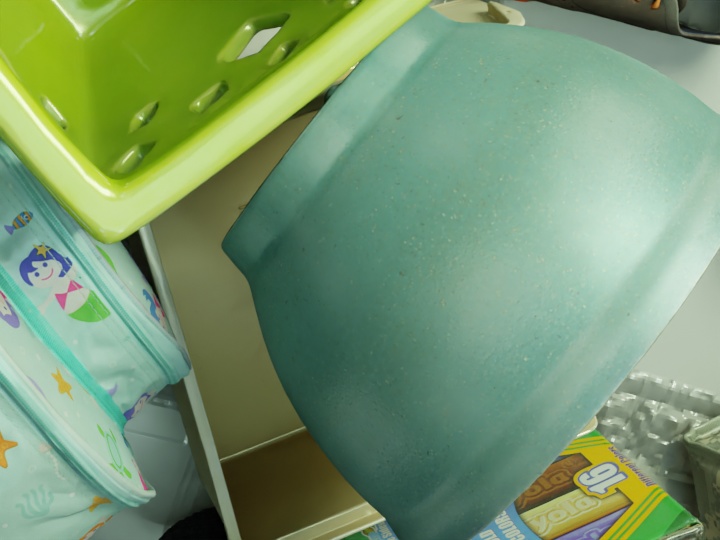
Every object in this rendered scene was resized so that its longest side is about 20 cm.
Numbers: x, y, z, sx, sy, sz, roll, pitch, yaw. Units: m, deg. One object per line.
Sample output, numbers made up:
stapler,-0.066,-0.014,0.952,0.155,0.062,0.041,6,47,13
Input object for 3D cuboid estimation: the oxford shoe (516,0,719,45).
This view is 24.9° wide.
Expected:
oxford shoe,0.118,-0.148,0.748,0.198,0.073,0.072,8,106,-24

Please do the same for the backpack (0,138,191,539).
backpack,-0.156,0.028,0.625,0.150,0.200,0.178,-35,117,-2

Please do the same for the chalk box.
chalk box,0.061,0.183,0.807,0.198,0.124,0.126,-20,115,-13

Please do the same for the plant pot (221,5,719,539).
plant pot,0.034,-0.013,0.608,0.134,0.200,0.201,39,92,-2

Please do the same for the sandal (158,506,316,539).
sandal,-0.028,0.157,0.726,0.075,0.199,0.046,-24,118,-31

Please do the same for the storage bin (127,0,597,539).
storage bin,0.000,0.000,0.743,0.197,0.094,0.202,-20,114,-14

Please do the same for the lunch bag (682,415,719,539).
lunch bag,0.295,0.140,0.899,0.198,0.117,0.166,-22,114,-20

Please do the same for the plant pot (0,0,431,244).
plant pot,-0.085,-0.157,0.596,0.199,0.181,0.200,-38,108,-4
